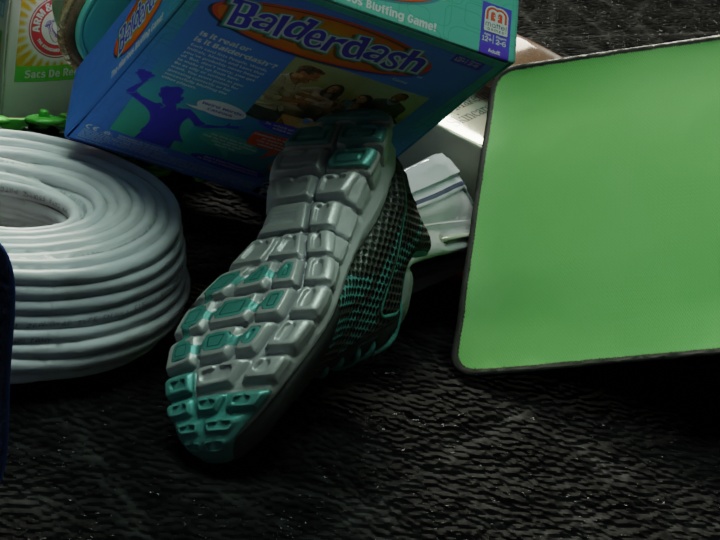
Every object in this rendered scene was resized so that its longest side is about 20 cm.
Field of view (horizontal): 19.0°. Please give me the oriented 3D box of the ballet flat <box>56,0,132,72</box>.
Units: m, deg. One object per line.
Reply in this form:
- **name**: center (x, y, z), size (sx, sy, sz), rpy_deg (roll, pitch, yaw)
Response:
- **ballet flat**: center (-0.109, -0.170, 1.172), size (0.065, 0.071, 0.200), rpy_deg (17, 43, 35)

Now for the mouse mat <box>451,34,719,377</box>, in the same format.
- **mouse mat**: center (0.131, -0.036, 1.096), size (0.160, 0.008, 0.201), rpy_deg (-6, 55, 24)

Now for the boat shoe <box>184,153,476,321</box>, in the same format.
- **boat shoe**: center (0.000, 0.000, 1.090), size (0.200, 0.074, 0.067), rpy_deg (-31, 81, -41)

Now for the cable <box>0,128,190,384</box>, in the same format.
- **cable**: center (-0.179, -0.009, 1.036), size (0.199, 0.070, 0.200), rpy_deg (0, 21, -25)

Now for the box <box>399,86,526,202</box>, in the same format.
- **box**: center (0.107, -0.033, 1.185), size (0.200, 0.069, 0.082), rpy_deg (28, 30, 23)

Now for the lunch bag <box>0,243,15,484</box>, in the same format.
- **lunch bag**: center (-0.237, 0.040, 0.772), size (0.132, 0.136, 0.200), rpy_deg (21, 24, 33)

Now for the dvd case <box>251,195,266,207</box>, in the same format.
- **dvd case**: center (0.028, -0.050, 1.322), size (0.199, 0.018, 0.143), rpy_deg (-2, 22, -30)

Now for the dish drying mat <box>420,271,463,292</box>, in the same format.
- **dish drying mat**: center (0.092, -0.009, 1.238), size (0.199, 0.018, 0.077), rpy_deg (-4, 24, -30)

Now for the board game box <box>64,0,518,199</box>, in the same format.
- **board game box**: center (-0.038, -0.099, 1.043), size (0.152, 0.045, 0.200), rpy_deg (17, -27, -22)

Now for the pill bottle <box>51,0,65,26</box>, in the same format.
- **pill bottle**: center (-0.076, -0.125, 1.244), size (0.200, 0.113, 0.112), rpy_deg (41, 32, 24)

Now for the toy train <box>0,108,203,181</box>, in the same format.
- **toy train**: center (-0.175, -0.076, 1.278), size (0.199, 0.042, 0.056), rpy_deg (-1, 12, -25)

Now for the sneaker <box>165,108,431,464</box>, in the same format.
- **sneaker**: center (-0.017, 0.019, 0.985), size (0.077, 0.091, 0.200), rpy_deg (-3, 44, 37)

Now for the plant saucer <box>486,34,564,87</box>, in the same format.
- **plant saucer**: center (0.110, -0.096, 1.290), size (0.200, 0.035, 0.200), rpy_deg (30, -6, 3)

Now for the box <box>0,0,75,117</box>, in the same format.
- **box**: center (-0.163, -0.152, 1.397), size (0.199, 0.102, 0.112), rpy_deg (-4, 23, -33)

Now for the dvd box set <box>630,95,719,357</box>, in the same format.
- **dvd box set**: center (0.227, -0.002, 1.109), size (0.146, 0.029, 0.200), rpy_deg (10, 42, -27)
